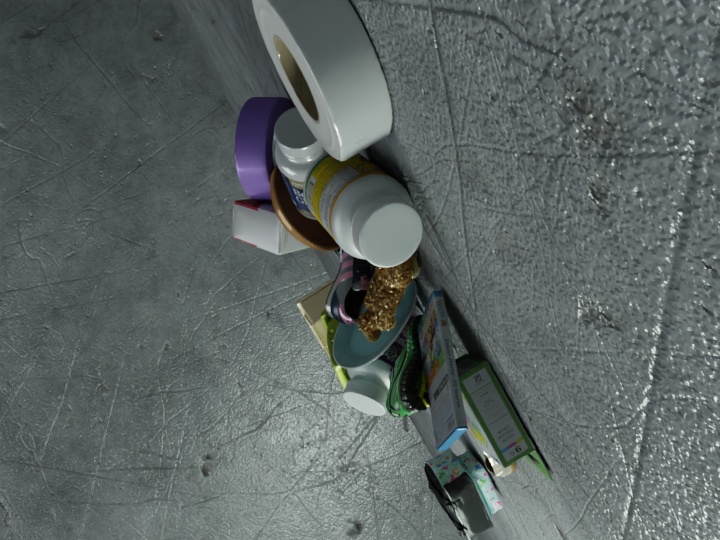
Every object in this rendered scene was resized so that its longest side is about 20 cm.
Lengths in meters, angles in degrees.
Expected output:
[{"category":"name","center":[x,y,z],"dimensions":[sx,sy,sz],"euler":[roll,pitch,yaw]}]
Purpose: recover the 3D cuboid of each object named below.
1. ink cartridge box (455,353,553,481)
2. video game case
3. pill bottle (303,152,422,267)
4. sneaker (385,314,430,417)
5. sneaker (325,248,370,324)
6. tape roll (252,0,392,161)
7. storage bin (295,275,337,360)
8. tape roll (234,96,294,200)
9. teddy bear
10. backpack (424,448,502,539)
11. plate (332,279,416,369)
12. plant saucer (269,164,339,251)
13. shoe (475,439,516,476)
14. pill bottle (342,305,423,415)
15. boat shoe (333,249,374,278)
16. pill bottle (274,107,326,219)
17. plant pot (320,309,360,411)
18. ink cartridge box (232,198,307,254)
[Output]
[{"category":"ink cartridge box","center":[0.199,0.230,0.898],"dimensions":[0.201,0.059,0.104],"euler":[60,173,-1]},{"category":"video game case","center":[0.118,0.151,0.886],"dimensions":[0.144,0.018,0.202],"euler":[99,166,-62]},{"category":"pill bottle","center":[0.002,-0.083,0.788],"dimensions":[0.113,0.112,0.200],"euler":[63,173,-32]},{"category":"sneaker","center":[0.084,0.157,1.011],"dimensions":[0.078,0.201,0.085],"euler":[39,135,-15]},{"category":"sneaker","center":[0.000,0.000,1.063],"dimensions":[0.082,0.070,0.202],"euler":[22,101,54]},{"category":"tape roll","center":[-0.043,-0.230,0.674],"dimensions":[0.204,0.070,0.203],"euler":[58,173,12]},{"category":"storage bin","center":[-0.021,0.112,1.454],"dimensions":[0.094,0.199,0.199],"euler":[49,168,46]},{"category":"tape roll","center":[-0.178,-0.241,1.187],"dimensions":[0.200,0.065,0.203],"euler":[4,-90,-75]},{"category":"teddy bear","center":[0.046,0.030,0.940],"dimensions":[0.145,0.066,0.202],"euler":[-67,-3,-60]},{"category":"backpack","center":[0.250,0.546,1.502],"dimensions":[0.179,0.150,0.200],"euler":[63,166,-12]},{"category":"plate","center":[0.028,0.090,1.043],"dimensions":[0.026,0.200,0.200],"euler":[41,-178,-26]},{"category":"plant saucer","center":[-0.098,-0.125,1.152],"dimensions":[0.199,0.037,0.202],"euler":[28,-132,-36]},{"category":"shoe","center":[0.235,0.323,1.058],"dimensions":[0.070,0.053,0.201],"euler":[55,172,37]},{"category":"pill bottle","center":[0.041,0.156,1.092],"dimensions":[0.111,0.201,0.113],"euler":[18,149,11]},{"category":"boat shoe","center":[-0.032,-0.065,1.336],"dimensions":[0.200,0.076,0.060],"euler":[47,173,4]},{"category":"pill bottle","center":[-0.082,-0.180,1.008],"dimensions":[0.112,0.110,0.200],"euler":[56,173,25]},{"category":"plant pot","center":[0.028,0.154,1.309],"dimensions":[0.200,0.198,0.182],"euler":[67,177,-46]},{"category":"ink cartridge box","center":[-0.146,-0.103,1.246],"dimensions":[0.147,0.199,0.087],"euler":[17,113,35]}]
